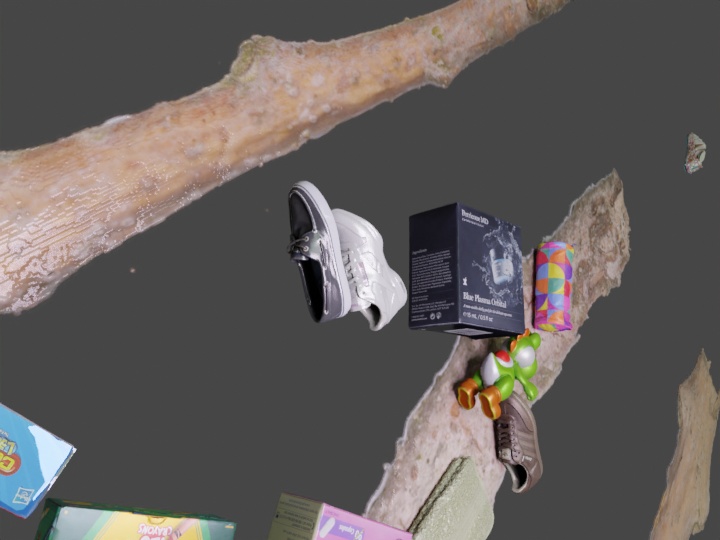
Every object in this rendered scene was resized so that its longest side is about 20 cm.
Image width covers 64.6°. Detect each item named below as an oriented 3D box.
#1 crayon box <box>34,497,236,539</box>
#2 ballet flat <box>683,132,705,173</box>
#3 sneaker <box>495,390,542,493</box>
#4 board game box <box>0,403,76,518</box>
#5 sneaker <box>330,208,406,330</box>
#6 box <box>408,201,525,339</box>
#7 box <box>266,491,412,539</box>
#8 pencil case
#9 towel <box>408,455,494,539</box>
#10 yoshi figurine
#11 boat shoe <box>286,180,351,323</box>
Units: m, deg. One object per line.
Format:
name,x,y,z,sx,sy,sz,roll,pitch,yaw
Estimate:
crayon box,-0.237,0.312,0.588,0.198,0.058,0.121,25,65,-38
ballet flat,1.256,-0.443,2.128,0.075,0.063,0.203,41,57,-29
sneaker,0.293,0.325,1.077,0.075,0.070,0.204,-29,102,-41
board game box,-0.343,0.102,0.433,0.200,0.194,0.056,45,56,-27
sneaker,0.000,0.000,0.856,0.202,0.074,0.100,56,49,-20
box,0.189,0.009,1.006,0.194,0.116,0.205,12,73,-41
box,-0.041,0.415,0.727,0.175,0.096,0.203,34,61,-34
pencil case,0.427,0.034,1.249,0.087,0.087,0.204,24,68,-37
towel,0.159,0.428,0.955,0.199,0.036,0.151,-37,107,-41
yoshi figurine,0.271,0.195,1.048,0.199,0.112,0.113,-37,78,-30
boat shoe,-0.071,-0.022,0.805,0.066,0.069,0.204,-25,107,-44
